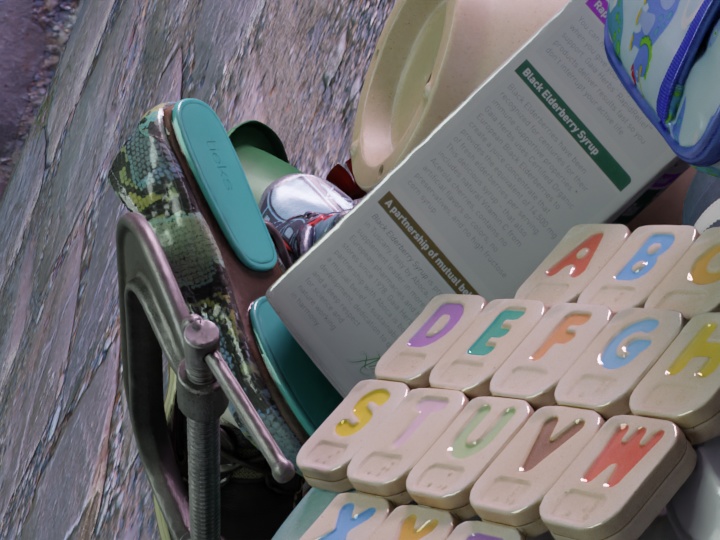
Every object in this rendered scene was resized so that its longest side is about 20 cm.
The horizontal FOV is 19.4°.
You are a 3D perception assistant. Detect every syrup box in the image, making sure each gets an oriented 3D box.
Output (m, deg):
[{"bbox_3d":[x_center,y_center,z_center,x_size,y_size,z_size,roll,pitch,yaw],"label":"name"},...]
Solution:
[{"bbox_3d":[0.062,-0.029,0.889,0.200,0.082,0.079,-42,-7,14],"label":"syrup box"}]

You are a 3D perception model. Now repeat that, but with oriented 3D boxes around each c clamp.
[{"bbox_3d":[-0.077,0.069,0.897,0.201,0.027,0.172,98,149,-55],"label":"c clamp"}]

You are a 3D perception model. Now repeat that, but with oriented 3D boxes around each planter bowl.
[{"bbox_3d":[0.078,-0.075,1.006,0.200,0.134,0.202,-161,90,-72],"label":"planter bowl"}]

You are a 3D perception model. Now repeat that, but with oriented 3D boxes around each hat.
[{"bbox_3d":[-0.010,-0.012,1.415,0.200,0.174,0.167,43,-122,-67],"label":"hat"}]

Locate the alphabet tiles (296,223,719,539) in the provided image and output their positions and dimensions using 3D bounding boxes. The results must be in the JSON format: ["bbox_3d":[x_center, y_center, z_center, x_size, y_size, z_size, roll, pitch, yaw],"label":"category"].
[{"bbox_3d":[0.055,0.049,0.747,0.196,0.015,0.199,-46,23,-22],"label":"alphabet tiles"}]

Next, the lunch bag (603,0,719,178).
[{"bbox_3d":[0.162,-0.129,0.706,0.201,0.082,0.161,-62,19,24],"label":"lunch bag"}]

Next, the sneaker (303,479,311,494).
[{"bbox_3d":[0.016,0.087,1.141,0.115,0.076,0.200,-99,29,-53],"label":"sneaker"}]

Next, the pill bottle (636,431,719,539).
[{"bbox_3d":[0.106,0.156,0.715,0.113,0.111,0.201,-105,36,-61],"label":"pill bottle"}]

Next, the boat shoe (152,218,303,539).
[{"bbox_3d":[-0.060,0.072,0.996,0.065,0.072,0.202,166,100,-73],"label":"boat shoe"}]

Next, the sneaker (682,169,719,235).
[{"bbox_3d":[0.148,0.011,0.806,0.201,0.075,0.084,-65,20,-10],"label":"sneaker"}]

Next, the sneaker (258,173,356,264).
[{"bbox_3d":[0.000,0.000,1.033,0.201,0.079,0.096,-119,25,-48],"label":"sneaker"}]

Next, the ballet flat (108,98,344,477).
[{"bbox_3d":[-0.058,0.021,0.941,0.074,0.074,0.201,-50,58,50],"label":"ballet flat"}]

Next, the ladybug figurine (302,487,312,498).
[{"bbox_3d":[0.011,0.146,1.028,0.199,0.072,0.137,-34,49,38],"label":"ladybug figurine"}]

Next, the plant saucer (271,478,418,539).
[{"bbox_3d":[-0.002,0.115,0.868,0.201,0.039,0.201,-47,-16,-18],"label":"plant saucer"}]

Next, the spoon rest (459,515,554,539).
[{"bbox_3d":[0.068,0.109,0.853,0.201,0.098,0.061,100,163,-57],"label":"spoon rest"}]
